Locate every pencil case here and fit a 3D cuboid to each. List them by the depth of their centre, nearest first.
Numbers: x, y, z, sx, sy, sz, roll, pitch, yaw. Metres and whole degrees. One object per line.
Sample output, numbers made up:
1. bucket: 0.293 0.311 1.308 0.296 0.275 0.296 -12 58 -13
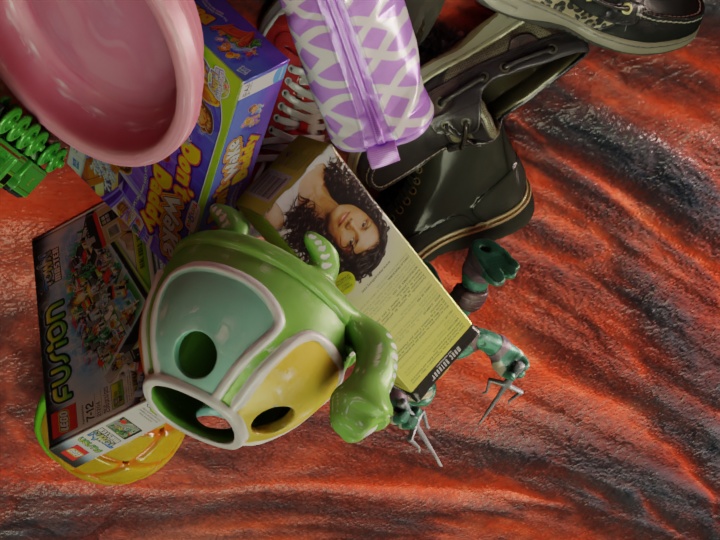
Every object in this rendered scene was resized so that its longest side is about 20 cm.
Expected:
1. pencil case: -0.011 -0.175 1.288 0.083 0.086 0.201 -21 118 2

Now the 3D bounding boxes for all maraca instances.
1. maraca: -0.205 0.107 1.609 0.136 0.107 0.201 -12 142 -14

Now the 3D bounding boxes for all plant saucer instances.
1. plant saucer: -0.174 -0.165 1.259 0.051 0.200 0.201 -44 159 -37

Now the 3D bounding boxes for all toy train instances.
1. toy train: -0.247 -0.087 1.335 0.056 0.042 0.200 -47 174 -3

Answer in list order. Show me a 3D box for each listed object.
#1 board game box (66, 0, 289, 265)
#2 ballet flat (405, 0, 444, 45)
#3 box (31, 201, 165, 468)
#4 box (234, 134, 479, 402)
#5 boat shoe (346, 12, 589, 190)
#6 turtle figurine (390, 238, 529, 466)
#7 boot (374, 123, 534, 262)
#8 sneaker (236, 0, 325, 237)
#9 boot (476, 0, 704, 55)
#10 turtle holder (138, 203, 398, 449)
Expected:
1. board game box: -0.132 -0.109 1.345 0.045 0.134 0.201 -30 154 -38
2. ballet flat: 0.018 -0.165 1.395 0.067 0.046 0.201 -20 144 -28
3. box: -0.189 0.039 1.456 0.110 0.201 0.035 -27 140 17
4. box: 0.000 0.000 1.383 0.075 0.050 0.200 -48 121 -12
5. boat shoe: 0.079 -0.122 1.404 0.200 0.065 0.072 -39 154 3
6. turtle figurine: 0.062 0.067 1.549 0.149 0.101 0.201 -34 149 -34
7. boot: 0.029 -0.067 1.502 0.199 0.078 0.139 -26 138 -5
8. sneaker: -0.047 -0.109 1.385 0.071 0.113 0.200 7 137 -24
9. boot: 0.183 -0.234 1.333 0.202 0.074 0.154 9 134 -27
10. turtle holder: -0.066 0.059 1.315 0.185 0.132 0.141 34 150 -2
